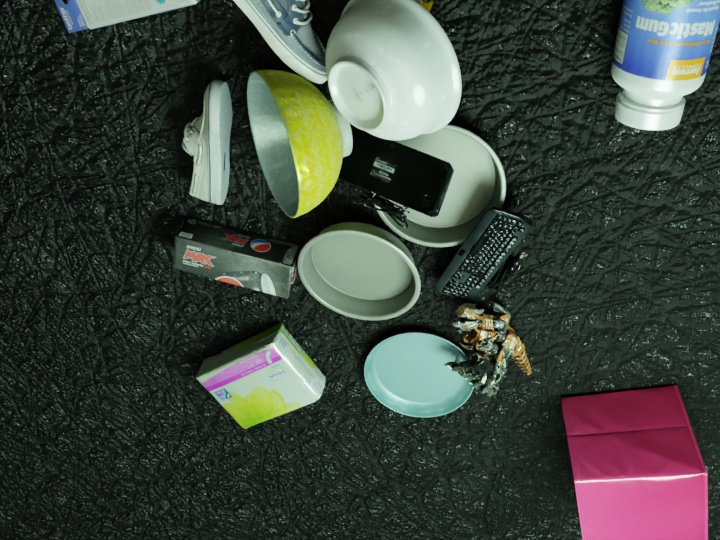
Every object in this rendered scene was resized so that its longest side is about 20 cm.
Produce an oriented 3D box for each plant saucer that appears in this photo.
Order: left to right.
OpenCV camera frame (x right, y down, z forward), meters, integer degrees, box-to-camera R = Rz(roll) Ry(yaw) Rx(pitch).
[{"bbox_3d":[0.106,0.183,1.276,0.197,0.028,0.202,5,125,8],"label":"plant saucer"}]

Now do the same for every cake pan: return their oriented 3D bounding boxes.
[{"bbox_3d":[0.000,0.000,1.131,0.198,0.037,0.202,10,138,9],"label":"cake pan"},{"bbox_3d":[0.114,-0.128,1.051,0.197,0.037,0.202,5,125,7],"label":"cake pan"}]

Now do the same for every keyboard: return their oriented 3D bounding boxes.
[{"bbox_3d":[0.036,-0.131,1.015,0.199,0.039,0.105,27,99,28],"label":"keyboard"},{"bbox_3d":[0.197,-0.009,1.082,0.103,0.040,0.201,11,140,-15],"label":"keyboard"}]

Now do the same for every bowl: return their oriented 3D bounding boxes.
[{"bbox_3d":[-0.074,-0.185,0.983,0.107,0.200,0.202,-18,126,-17],"label":"bowl"},{"bbox_3d":[0.022,-0.241,0.901,0.200,0.090,0.202,33,149,23],"label":"bowl"}]

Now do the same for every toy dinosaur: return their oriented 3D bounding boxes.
[{"bbox_3d":[0.220,0.131,1.175,0.199,0.102,0.137,32,90,-12],"label":"toy dinosaur"}]

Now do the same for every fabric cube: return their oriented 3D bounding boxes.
[{"bbox_3d":[0.461,0.339,1.214,0.197,0.201,0.198,-10,122,14],"label":"fabric cube"}]

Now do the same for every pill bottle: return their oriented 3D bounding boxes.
[{"bbox_3d":[0.365,-0.278,0.855,0.110,0.113,0.202,4,124,8],"label":"pill bottle"}]

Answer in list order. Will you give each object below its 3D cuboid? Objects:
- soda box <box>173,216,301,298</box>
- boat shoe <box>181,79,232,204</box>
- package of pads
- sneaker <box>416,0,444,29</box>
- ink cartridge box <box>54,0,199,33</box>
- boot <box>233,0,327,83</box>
[{"bbox_3d":[-0.202,-0.021,1.170,0.197,0.064,0.071,15,126,1],"label":"soda box"},{"bbox_3d":[-0.232,-0.190,1.058,0.069,0.071,0.202,11,132,0],"label":"boat shoe"},{"bbox_3d":[-0.181,0.202,1.317,0.198,0.069,0.155,-26,116,26],"label":"package of pads"},{"bbox_3d":[0.053,-0.326,0.918,0.089,0.070,0.202,10,130,27],"label":"sneaker"},{"bbox_3d":[-0.322,-0.397,0.946,0.197,0.042,0.120,-9,123,13],"label":"ink cartridge box"},{"bbox_3d":[-0.090,-0.341,0.919,0.090,0.073,0.200,-33,113,34],"label":"boot"}]
